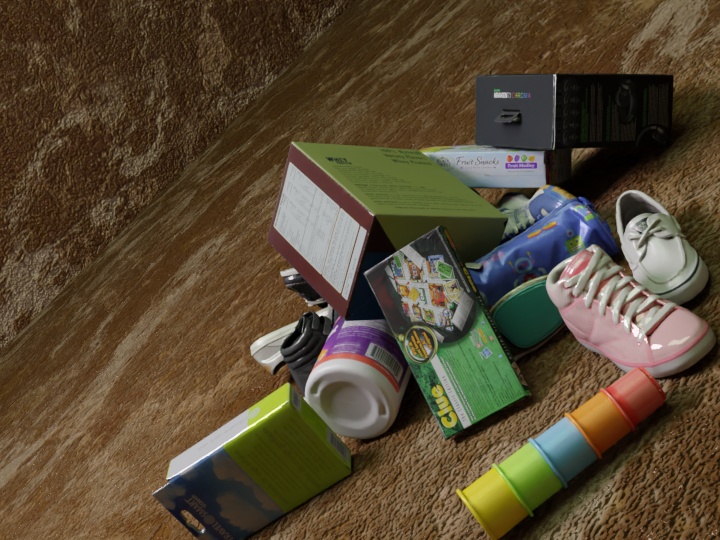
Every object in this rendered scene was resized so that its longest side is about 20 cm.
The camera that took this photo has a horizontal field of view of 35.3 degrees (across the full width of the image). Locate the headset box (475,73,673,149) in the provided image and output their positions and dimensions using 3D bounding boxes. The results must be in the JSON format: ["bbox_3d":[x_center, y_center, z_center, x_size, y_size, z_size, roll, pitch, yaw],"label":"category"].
[{"bbox_3d":[0.263,-0.204,1.439,0.199,0.093,0.174,-5,10,-28],"label":"headset box"}]

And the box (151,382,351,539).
[{"bbox_3d":[-0.123,0.230,1.293,0.200,0.122,0.048,-34,23,14],"label":"box"}]

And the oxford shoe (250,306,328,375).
[{"bbox_3d":[-0.058,0.091,1.603,0.199,0.058,0.075,-26,-14,-3],"label":"oxford shoe"}]

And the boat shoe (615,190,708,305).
[{"bbox_3d":[0.306,-0.029,1.179,0.072,0.066,0.200,-32,20,19],"label":"boat shoe"}]

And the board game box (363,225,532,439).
[{"bbox_3d":[0.090,0.065,1.193,0.105,0.201,0.023,-30,-14,20],"label":"board game box"}]

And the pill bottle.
[{"bbox_3d":[0.014,0.097,1.360,0.111,0.112,0.200,-26,22,32],"label":"pill bottle"}]

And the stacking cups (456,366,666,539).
[{"bbox_3d":[0.178,0.155,1.001,0.200,0.061,0.061,-40,19,-2],"label":"stacking cups"}]

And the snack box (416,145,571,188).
[{"bbox_3d":[0.168,-0.139,1.507,0.199,0.053,0.142,2,11,23],"label":"snack box"}]

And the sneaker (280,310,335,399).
[{"bbox_3d":[-0.018,0.079,1.481,0.200,0.099,0.071,-38,17,-3],"label":"sneaker"}]

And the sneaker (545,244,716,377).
[{"bbox_3d":[0.246,0.035,1.087,0.075,0.105,0.200,-41,20,-12],"label":"sneaker"}]

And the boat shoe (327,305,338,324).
[{"bbox_3d":[0.000,0.000,1.535,0.073,0.061,0.201,27,-105,-83],"label":"boat shoe"}]

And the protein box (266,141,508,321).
[{"bbox_3d":[0.028,-0.049,1.358,0.200,0.198,0.135,44,125,46],"label":"protein box"}]

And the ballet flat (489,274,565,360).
[{"bbox_3d":[0.153,0.074,1.241,0.200,0.070,0.069,-39,19,3],"label":"ballet flat"}]

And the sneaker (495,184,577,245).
[{"bbox_3d":[0.215,-0.049,1.405,0.088,0.075,0.200,-52,12,-13],"label":"sneaker"}]

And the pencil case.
[{"bbox_3d":[0.191,-0.009,1.283,0.199,0.087,0.078,-30,27,3],"label":"pencil case"}]

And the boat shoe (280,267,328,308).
[{"bbox_3d":[-0.055,0.024,1.601,0.074,0.061,0.200,-6,-4,16],"label":"boat shoe"}]

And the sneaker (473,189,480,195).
[{"bbox_3d":[0.142,-0.064,1.545,0.200,0.086,0.081,-30,-40,-66],"label":"sneaker"}]
